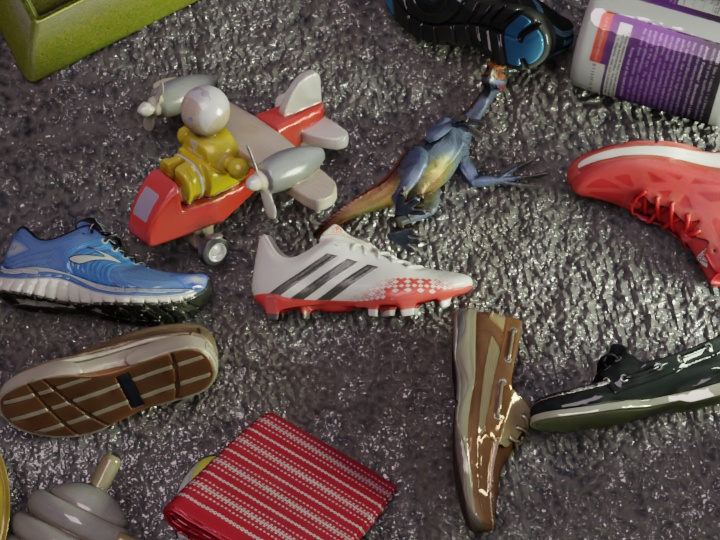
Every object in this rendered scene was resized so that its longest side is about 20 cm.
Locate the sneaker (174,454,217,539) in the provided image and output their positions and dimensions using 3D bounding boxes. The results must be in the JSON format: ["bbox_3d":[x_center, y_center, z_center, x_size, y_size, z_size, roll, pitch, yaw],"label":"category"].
[{"bbox_3d":[-0.099,0.242,1.704,0.090,0.078,0.201,-30,55,28],"label":"sneaker"}]

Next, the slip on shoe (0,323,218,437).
[{"bbox_3d":[-0.224,0.092,1.798,0.199,0.076,0.061,-18,32,5],"label":"slip on shoe"}]

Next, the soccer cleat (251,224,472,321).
[{"bbox_3d":[0.000,0.000,1.806,0.199,0.069,0.086,-3,89,7],"label":"soccer cleat"}]

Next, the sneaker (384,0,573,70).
[{"bbox_3d":[0.107,-0.242,1.888,0.199,0.082,0.074,31,118,26],"label":"sneaker"}]

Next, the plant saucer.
[{"bbox_3d":[-0.275,-0.312,1.935,0.199,0.048,0.200,-27,73,-6],"label":"plant saucer"}]

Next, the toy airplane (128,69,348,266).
[{"bbox_3d":[-0.111,-0.118,1.812,0.199,0.141,0.200,-9,48,18],"label":"toy airplane"}]

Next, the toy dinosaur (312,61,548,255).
[{"bbox_3d":[0.066,-0.116,1.837,0.199,0.105,0.182,6,51,18],"label":"toy dinosaur"}]

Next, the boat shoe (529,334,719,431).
[{"bbox_3d":[0.238,0.094,1.758,0.198,0.075,0.067,-10,75,-5],"label":"boat shoe"}]

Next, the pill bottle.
[{"bbox_3d":[0.299,-0.195,1.833,0.199,0.112,0.112,18,74,9],"label":"pill bottle"}]

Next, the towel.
[{"bbox_3d":[-0.065,0.198,1.705,0.144,0.200,0.023,30,119,11],"label":"towel"}]

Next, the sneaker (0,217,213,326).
[{"bbox_3d":[-0.229,-0.004,1.817,0.199,0.079,0.090,8,75,6],"label":"sneaker"}]

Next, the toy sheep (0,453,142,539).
[{"bbox_3d":[-0.248,0.251,1.710,0.137,0.138,0.201,23,78,10],"label":"toy sheep"}]

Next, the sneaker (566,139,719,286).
[{"bbox_3d":[0.285,-0.049,1.805,0.199,0.078,0.116,0,71,4],"label":"sneaker"}]

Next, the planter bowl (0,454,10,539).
[{"bbox_3d":[-0.395,0.214,1.702,0.200,0.083,0.202,-17,61,34],"label":"planter bowl"}]

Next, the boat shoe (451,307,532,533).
[{"bbox_3d":[0.116,0.128,1.759,0.071,0.076,0.201,0,74,1],"label":"boat shoe"}]
